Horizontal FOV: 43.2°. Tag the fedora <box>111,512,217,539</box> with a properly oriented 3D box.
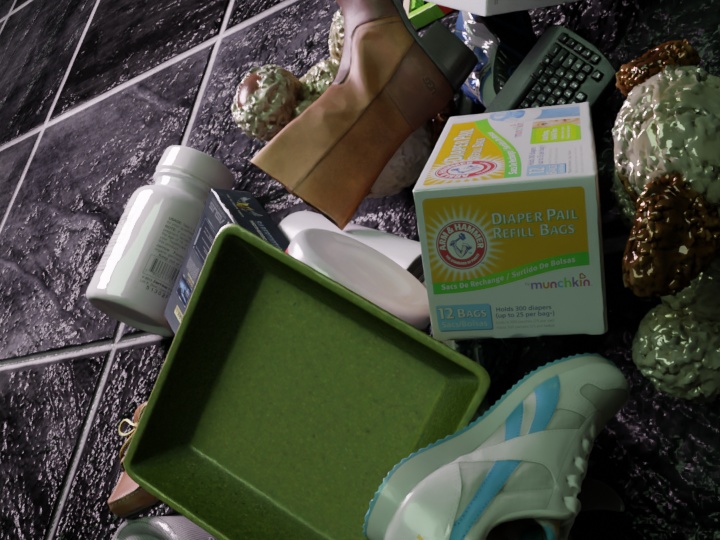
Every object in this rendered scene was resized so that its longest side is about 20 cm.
[{"bbox_3d":[-0.160,0.268,0.779,0.177,0.090,0.200,-54,38,1],"label":"fedora"}]

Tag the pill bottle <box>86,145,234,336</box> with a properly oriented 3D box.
[{"bbox_3d":[-0.222,-0.036,1.046,0.114,0.114,0.201,1,63,46],"label":"pill bottle"}]

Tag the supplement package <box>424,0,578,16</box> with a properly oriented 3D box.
[{"bbox_3d":[0.154,-0.290,0.768,0.199,0.110,0.114,-16,30,-26],"label":"supplement package"}]

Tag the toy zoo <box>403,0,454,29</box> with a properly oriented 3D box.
[{"bbox_3d":[0.133,-0.351,0.989,0.199,0.020,0.132,-19,50,37],"label":"toy zoo"}]

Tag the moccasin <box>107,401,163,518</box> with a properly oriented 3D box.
[{"bbox_3d":[-0.185,0.146,0.855,0.073,0.078,0.202,-20,27,31],"label":"moccasin"}]

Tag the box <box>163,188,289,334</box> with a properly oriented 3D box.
[{"bbox_3d":[-0.106,0.043,0.850,0.200,0.051,0.158,50,125,40],"label":"box"}]

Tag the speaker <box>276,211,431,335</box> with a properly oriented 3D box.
[{"bbox_3d":[0.000,0.000,0.822,0.200,0.081,0.081,20,77,50],"label":"speaker"}]

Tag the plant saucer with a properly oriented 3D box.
[{"bbox_3d":[-0.037,0.098,0.605,0.200,0.048,0.200,29,106,14],"label":"plant saucer"}]

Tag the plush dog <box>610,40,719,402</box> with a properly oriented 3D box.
[{"bbox_3d":[0.213,-0.045,0.548,0.160,0.172,0.201,-23,48,34],"label":"plush dog"}]

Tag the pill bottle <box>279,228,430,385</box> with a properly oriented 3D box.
[{"bbox_3d":[-0.040,0.081,0.694,0.200,0.119,0.120,-61,36,17],"label":"pill bottle"}]

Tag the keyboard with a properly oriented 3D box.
[{"bbox_3d":[0.134,-0.096,0.739,0.104,0.040,0.200,39,102,16],"label":"keyboard"}]

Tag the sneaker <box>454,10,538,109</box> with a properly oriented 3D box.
[{"bbox_3d":[0.136,-0.175,0.832,0.077,0.075,0.201,111,152,-51],"label":"sneaker"}]

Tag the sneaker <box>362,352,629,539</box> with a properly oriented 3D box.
[{"bbox_3d":[0.098,0.119,0.529,0.200,0.077,0.081,-29,51,-32],"label":"sneaker"}]

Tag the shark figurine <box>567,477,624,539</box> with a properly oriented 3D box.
[{"bbox_3d":[0.121,0.164,0.573,0.128,0.089,0.215,-51,37,6],"label":"shark figurine"}]

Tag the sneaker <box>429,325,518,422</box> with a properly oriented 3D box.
[{"bbox_3d":[0.062,0.076,0.707,0.086,0.078,0.201,-9,56,46],"label":"sneaker"}]

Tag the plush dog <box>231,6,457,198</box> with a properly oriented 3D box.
[{"bbox_3d":[0.000,-0.141,0.898,0.200,0.161,0.172,-35,58,-3],"label":"plush dog"}]

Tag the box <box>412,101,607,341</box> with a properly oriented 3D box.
[{"bbox_3d":[0.108,-0.041,0.625,0.112,0.102,0.200,-4,21,14],"label":"box"}]

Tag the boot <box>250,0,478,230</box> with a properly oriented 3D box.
[{"bbox_3d":[-0.025,-0.166,0.821,0.200,0.188,0.068,-48,-5,2],"label":"boot"}]
